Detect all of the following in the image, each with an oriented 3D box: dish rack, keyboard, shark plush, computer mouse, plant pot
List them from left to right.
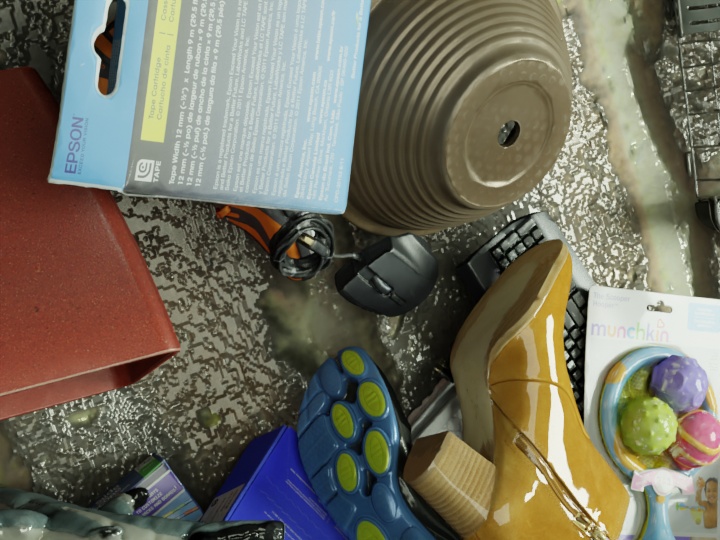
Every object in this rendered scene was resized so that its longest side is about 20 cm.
[{"bbox_3d":[-0.232,-0.004,0.957,0.199,0.200,0.177,-14,84,-17],"label":"plant pot"},{"bbox_3d":[-0.148,0.149,1.002,0.199,0.083,0.091,-14,117,12],"label":"shark plush"},{"bbox_3d":[0.000,0.000,1.040,0.059,0.200,0.034,-34,70,18],"label":"computer mouse"},{"bbox_3d":[0.063,-0.101,1.047,0.200,0.093,0.202,-19,126,-28],"label":"plant pot"},{"bbox_3d":[0.127,0.070,1.126,0.127,0.021,0.200,-39,103,-16],"label":"keyboard"},{"bbox_3d":[0.294,-0.129,1.187,0.153,0.055,0.201,-9,95,-18],"label":"dish rack"}]

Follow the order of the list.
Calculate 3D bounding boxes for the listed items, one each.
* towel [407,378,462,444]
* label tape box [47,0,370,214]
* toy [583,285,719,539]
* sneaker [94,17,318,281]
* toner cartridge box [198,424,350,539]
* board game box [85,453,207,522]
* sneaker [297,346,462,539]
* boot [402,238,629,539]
[{"bbox_3d":[0.121,0.139,1.155,0.191,0.032,0.200,45,80,-15],"label":"towel"},{"bbox_3d":[-0.088,-0.110,0.897,0.199,0.066,0.144,4,95,-44],"label":"label tape box"},{"bbox_3d":[0.206,0.114,1.125,0.115,0.047,0.201,6,86,-27],"label":"toy"},{"bbox_3d":[-0.109,-0.064,1.054,0.112,0.078,0.201,-31,97,-6],"label":"sneaker"},{"bbox_3d":[-0.013,0.203,1.087,0.200,0.043,0.095,47,48,-14],"label":"toner cartridge box"},{"bbox_3d":[-0.164,0.230,1.062,0.200,0.034,0.136,-38,103,-13],"label":"board game box"},{"bbox_3d":[0.022,0.145,1.077,0.071,0.083,0.200,-29,80,16],"label":"sneaker"},{"bbox_3d":[0.120,0.097,1.072,0.144,0.071,0.202,39,65,-20],"label":"boot"}]
